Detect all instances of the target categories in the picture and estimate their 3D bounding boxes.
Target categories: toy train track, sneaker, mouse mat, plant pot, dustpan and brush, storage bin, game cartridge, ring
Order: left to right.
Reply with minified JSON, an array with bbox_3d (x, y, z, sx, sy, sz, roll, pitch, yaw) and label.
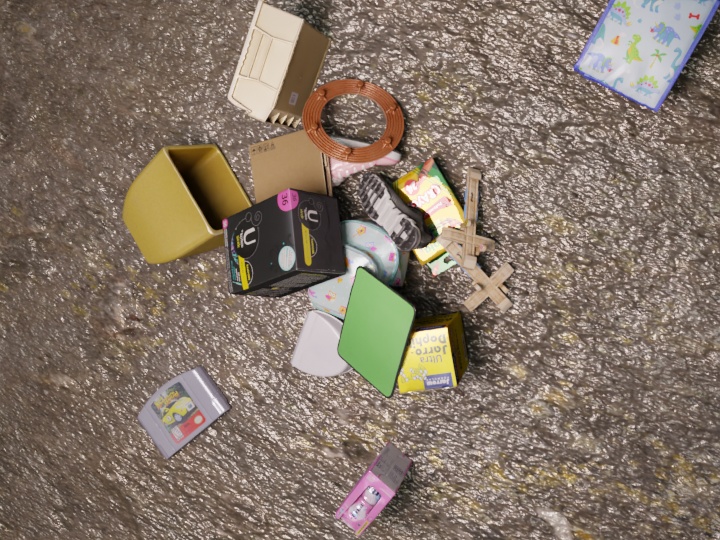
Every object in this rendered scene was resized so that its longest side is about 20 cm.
[{"bbox_3d":[-0.394,0.306,1.683,0.199,0.041,0.134,-40,81,15],"label":"game cartridge"},{"bbox_3d":[-0.362,-0.117,1.561,0.199,0.194,0.197,-33,86,24],"label":"plant pot"},{"bbox_3d":[-0.152,-0.385,1.469,0.093,0.200,0.201,23,100,9],"label":"storage bin"},{"bbox_3d":[-0.032,0.177,1.572,0.198,0.057,0.141,28,113,17],"label":"dustpan and brush"},{"bbox_3d":[-0.019,-0.207,1.517,0.198,0.075,0.106,13,101,16],"label":"sneaker"},{"bbox_3d":[-0.013,-0.292,1.472,0.197,0.019,0.203,3,62,-6],"label":"ring"},{"bbox_3d":[0.025,0.111,1.383,0.160,0.007,0.202,37,124,37],"label":"mouse mat"},{"bbox_3d":[0.069,-0.108,1.455,0.067,0.090,0.201,-52,56,25],"label":"sneaker"},{"bbox_3d":[0.212,-0.102,1.441,0.113,0.033,0.203,13,70,-19],"label":"toy train track"},{"bbox_3d":[0.219,0.005,1.456,0.115,0.033,0.200,-43,103,6],"label":"toy train track"}]

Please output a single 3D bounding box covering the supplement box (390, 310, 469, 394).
[{"bbox_3d":[0.134,0.150,1.443,0.107,0.200,0.111,-10,93,15],"label":"supplement box"}]

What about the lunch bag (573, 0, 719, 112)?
[{"bbox_3d":[0.491,-0.401,1.337,0.169,0.127,0.202,29,92,10],"label":"lunch bag"}]

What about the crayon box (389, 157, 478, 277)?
[{"bbox_3d":[0.141,-0.101,1.495,0.126,0.051,0.201,-32,87,15],"label":"crayon box"}]

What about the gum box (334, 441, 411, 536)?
[{"bbox_3d":[0.028,0.423,1.496,0.066,0.200,0.114,38,102,8],"label":"gum box"}]

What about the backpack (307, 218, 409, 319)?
[{"bbox_3d":[0.000,0.000,1.489,0.174,0.153,0.202,22,97,22],"label":"backpack"}]

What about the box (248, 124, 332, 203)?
[{"bbox_3d":[-0.141,-0.188,1.534,0.198,0.021,0.166,-7,91,39],"label":"box"}]

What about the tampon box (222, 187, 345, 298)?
[{"bbox_3d":[-0.144,-0.045,1.429,0.199,0.125,0.152,-19,73,41],"label":"tampon box"}]
